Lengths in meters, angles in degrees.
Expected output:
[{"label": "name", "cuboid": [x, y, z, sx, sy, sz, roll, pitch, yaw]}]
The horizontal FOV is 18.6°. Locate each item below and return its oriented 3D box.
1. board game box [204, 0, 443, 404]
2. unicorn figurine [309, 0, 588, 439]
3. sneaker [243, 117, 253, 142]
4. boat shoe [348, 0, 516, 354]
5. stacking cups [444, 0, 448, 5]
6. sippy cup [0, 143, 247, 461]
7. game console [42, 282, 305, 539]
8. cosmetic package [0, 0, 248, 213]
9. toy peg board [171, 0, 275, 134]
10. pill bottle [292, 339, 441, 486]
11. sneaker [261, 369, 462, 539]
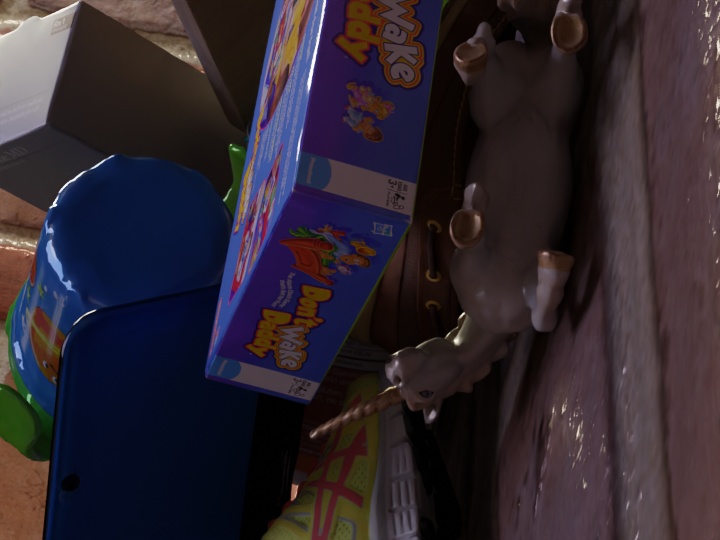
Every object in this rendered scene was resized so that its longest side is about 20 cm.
[{"label": "board game box", "cuboid": [-0.009, -0.068, 0.860, 0.135, 0.045, 0.201, 119, 163, -54]}, {"label": "unicorn figurine", "cuboid": [0.051, -0.021, 0.823, 0.137, 0.074, 0.201, 80, -146, -80]}, {"label": "sneaker", "cuboid": [-0.005, -0.095, 1.222, 0.084, 0.120, 0.201, 38, -133, -48]}, {"label": "boat shoe", "cuboid": [0.042, -0.036, 0.935, 0.072, 0.067, 0.201, -51, -18, -43]}, {"label": "stacking cups", "cuboid": [0.054, -0.151, 1.162, 0.061, 0.060, 0.201, 105, 179, -48]}, {"label": "sippy cup", "cuboid": [-0.115, 0.011, 1.134, 0.131, 0.139, 0.179, 105, 169, -60]}, {"label": "game console", "cuboid": [-0.090, 0.081, 0.980, 0.171, 0.118, 0.201, -119, 35, -65]}, {"label": "cosmetic package", "cuboid": [-0.125, -0.067, 1.278, 0.107, 0.199, 0.091, -16, 57, 48]}, {"label": "toy peg board", "cuboid": [-0.052, -0.219, 1.214, 0.200, 0.098, 0.199, -46, -33, -16]}, {"label": "pill bottle", "cuboid": [0.000, 0.000, 1.083, 0.112, 0.112, 0.201, -88, 9, -61]}, {"label": "sneaker", "cuboid": [-0.007, 0.109, 0.934, 0.200, 0.090, 0.078, -87, -24, -63]}]
